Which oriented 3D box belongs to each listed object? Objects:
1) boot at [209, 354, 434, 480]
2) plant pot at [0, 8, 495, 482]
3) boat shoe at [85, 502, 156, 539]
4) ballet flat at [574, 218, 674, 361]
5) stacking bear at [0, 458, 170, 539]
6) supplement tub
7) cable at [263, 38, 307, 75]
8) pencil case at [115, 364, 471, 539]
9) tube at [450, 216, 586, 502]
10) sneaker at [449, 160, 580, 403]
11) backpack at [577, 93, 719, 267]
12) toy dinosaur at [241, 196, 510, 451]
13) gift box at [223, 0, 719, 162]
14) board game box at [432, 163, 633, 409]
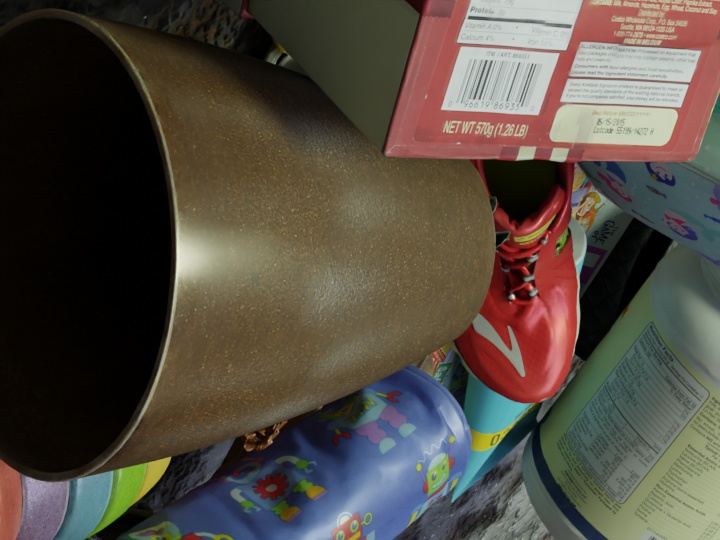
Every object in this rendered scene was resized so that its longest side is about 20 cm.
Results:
[{"bbox_3d":[-0.018,0.125,1.472,0.200,0.066,0.175,-55,143,-37],"label":"boot"},{"bbox_3d":[-0.049,-0.012,1.200,0.200,0.187,0.187,-2,126,-38],"label":"plant pot"},{"bbox_3d":[-0.115,0.148,1.451,0.060,0.072,0.202,-47,157,-2],"label":"boat shoe"},{"bbox_3d":[0.181,-0.031,1.670,0.066,0.057,0.200,2,122,-57],"label":"ballet flat"},{"bbox_3d":[-0.131,0.062,1.299,0.200,0.114,0.122,-24,142,-46],"label":"stacking bear"},{"bbox_3d":[0.197,0.074,1.601,0.145,0.145,0.200,-6,138,-52],"label":"supplement tub"},{"bbox_3d":[-0.049,-0.084,1.331,0.200,0.050,0.097,-36,167,-1],"label":"cable"},{"bbox_3d":[-0.037,0.116,1.348,0.200,0.087,0.078,-35,136,-38],"label":"pencil case"},{"bbox_3d":[0.084,0.046,1.569,0.077,0.050,0.200,-34,152,-29],"label":"tube"},{"bbox_3d":[0.073,-0.022,1.424,0.077,0.085,0.201,-6,109,-2],"label":"sneaker"},{"bbox_3d":[0.191,-0.079,1.384,0.151,0.177,0.200,-59,156,-3],"label":"backpack"},{"bbox_3d":[0.000,0.000,1.372,0.102,0.201,0.136,12,154,-14],"label":"toy dinosaur"},{"bbox_3d":[0.042,-0.145,1.186,0.184,0.187,0.200,5,119,-33],"label":"gift box"},{"bbox_3d":[0.078,0.004,1.589,0.134,0.034,0.200,10,115,-58],"label":"board game box"}]
